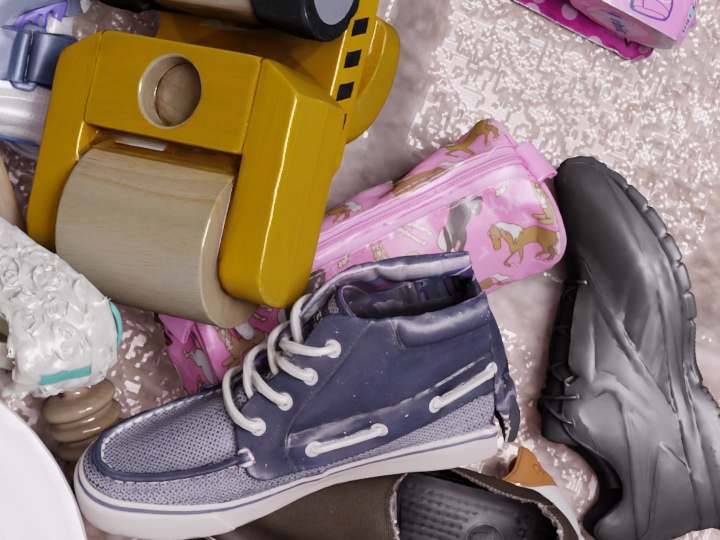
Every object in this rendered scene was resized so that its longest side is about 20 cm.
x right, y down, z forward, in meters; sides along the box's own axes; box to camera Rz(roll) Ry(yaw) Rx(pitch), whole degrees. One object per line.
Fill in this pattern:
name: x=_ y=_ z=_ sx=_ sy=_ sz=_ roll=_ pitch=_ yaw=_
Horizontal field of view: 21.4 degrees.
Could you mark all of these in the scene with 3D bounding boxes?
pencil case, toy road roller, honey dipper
pencil case: x=0.000 y=0.000 z=0.911 sx=0.199 sy=0.086 sz=0.083 roll=-26 pitch=108 yaw=-11
toy road roller: x=-0.052 y=-0.075 z=0.872 sx=0.122 sy=0.146 sz=0.202 roll=12 pitch=87 yaw=26
honey dipper: x=-0.149 y=0.009 z=0.877 sx=0.038 sy=0.038 sz=0.202 roll=-22 pitch=108 yaw=-12

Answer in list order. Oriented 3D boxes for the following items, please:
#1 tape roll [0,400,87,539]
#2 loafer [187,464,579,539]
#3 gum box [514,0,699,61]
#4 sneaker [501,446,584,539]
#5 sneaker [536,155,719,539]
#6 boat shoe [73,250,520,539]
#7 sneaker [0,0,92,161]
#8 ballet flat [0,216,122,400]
tape roll: x=-0.220 y=0.136 z=0.832 sx=0.200 sy=0.139 sz=0.205 roll=1 pitch=87 yaw=-12
loafer: x=0.006 y=0.105 z=0.861 sx=0.198 sy=0.072 sz=0.074 roll=8 pitch=65 yaw=0
gum box: x=0.093 y=-0.199 z=0.955 sx=0.198 sy=0.066 sz=0.114 roll=26 pitch=81 yaw=-9
sneaker: x=0.007 y=0.143 z=0.924 sx=0.198 sy=0.073 sz=0.085 roll=-18 pitch=71 yaw=-14
sneaker: x=0.125 y=0.043 z=0.946 sx=0.090 sy=0.076 sz=0.202 roll=-17 pitch=88 yaw=-5
boat shoe: x=-0.031 y=0.047 z=0.816 sx=0.198 sy=0.075 sz=0.093 roll=-14 pitch=131 yaw=-9
sneaker: x=-0.141 y=-0.128 z=0.905 sx=0.198 sy=0.080 sz=0.148 roll=-22 pitch=103 yaw=-19
ballet flat: x=-0.189 y=-0.006 z=0.833 sx=0.199 sy=0.072 sz=0.072 roll=30 pitch=79 yaw=29
